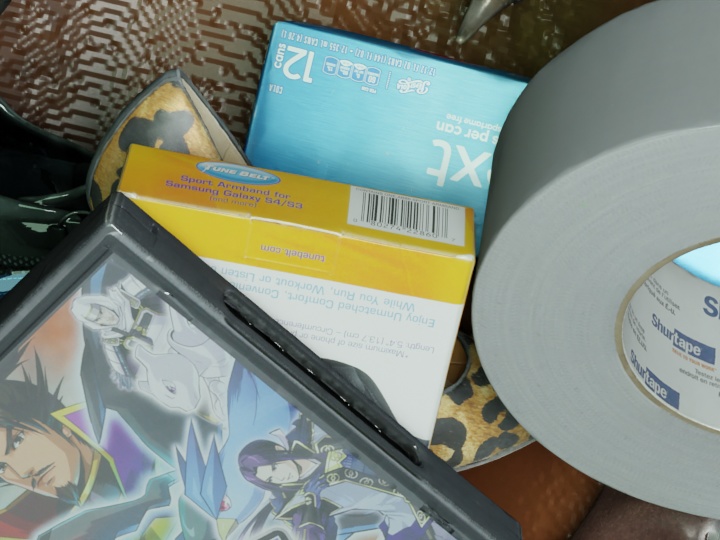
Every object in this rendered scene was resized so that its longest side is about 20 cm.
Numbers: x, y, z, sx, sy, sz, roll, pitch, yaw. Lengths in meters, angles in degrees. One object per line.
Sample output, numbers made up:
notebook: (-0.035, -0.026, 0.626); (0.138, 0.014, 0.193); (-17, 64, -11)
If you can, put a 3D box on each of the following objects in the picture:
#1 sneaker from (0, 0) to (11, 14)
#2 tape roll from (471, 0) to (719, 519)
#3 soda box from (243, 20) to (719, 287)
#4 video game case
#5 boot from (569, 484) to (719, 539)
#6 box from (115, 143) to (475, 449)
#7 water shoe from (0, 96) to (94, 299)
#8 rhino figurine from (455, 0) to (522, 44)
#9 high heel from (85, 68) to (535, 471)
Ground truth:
sneaker: (-0.209, -0.159, 0.985); (0.091, 0.076, 0.200); (-44, 85, 18)
tape roll: (0.138, 0.000, 0.855); (0.200, 0.066, 0.201); (6, 139, 5)
soda box: (0.060, -0.037, 0.965); (0.199, 0.064, 0.068); (15, 96, 5)
video game case: (-0.079, 0.097, 0.873); (0.181, 0.026, 0.200); (40, 114, -18)
boot: (0.093, 0.114, 0.984); (0.199, 0.072, 0.167); (10, 84, 7)
box: (-0.038, 0.060, 0.896); (0.119, 0.042, 0.200); (11, 122, -3)
water shoe: (-0.111, 0.003, 0.971); (0.200, 0.072, 0.079); (44, 133, 2)
rhino figurine: (0.088, -0.167, 0.939); (0.060, 0.087, 0.200); (35, 97, 3)
high heel: (0.000, 0.000, 0.926); (0.199, 0.071, 0.143); (1, 116, -14)
